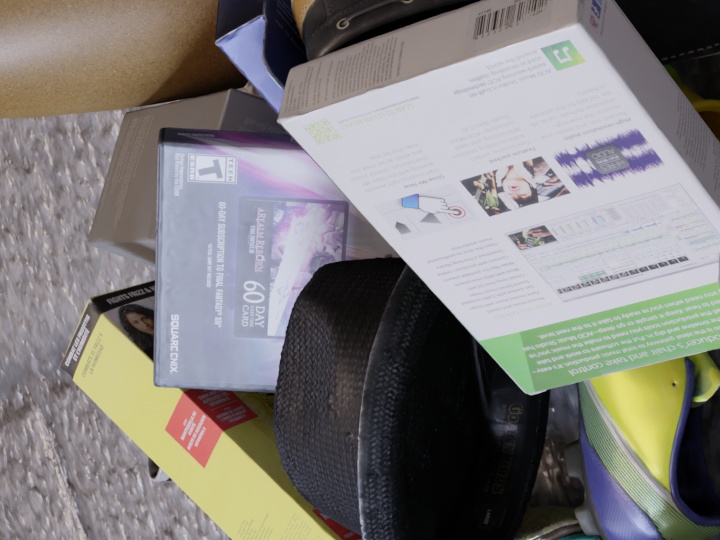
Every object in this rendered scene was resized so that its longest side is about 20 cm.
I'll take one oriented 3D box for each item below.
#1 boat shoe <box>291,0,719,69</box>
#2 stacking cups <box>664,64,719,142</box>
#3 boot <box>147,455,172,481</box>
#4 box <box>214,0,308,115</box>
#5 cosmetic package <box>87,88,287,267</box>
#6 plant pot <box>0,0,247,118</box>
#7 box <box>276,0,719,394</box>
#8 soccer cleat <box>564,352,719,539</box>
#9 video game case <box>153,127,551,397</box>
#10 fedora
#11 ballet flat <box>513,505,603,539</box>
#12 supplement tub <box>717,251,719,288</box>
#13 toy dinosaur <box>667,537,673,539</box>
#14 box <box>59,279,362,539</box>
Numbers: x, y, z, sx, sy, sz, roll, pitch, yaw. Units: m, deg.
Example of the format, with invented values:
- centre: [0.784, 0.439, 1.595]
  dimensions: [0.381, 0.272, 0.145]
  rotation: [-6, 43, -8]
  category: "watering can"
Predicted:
- centre: [0.070, -0.100, 1.013]
  dimensions: [0.075, 0.198, 0.063]
  rotation: [87, -176, -46]
  category: "boat shoe"
- centre: [0.088, -0.099, 1.104]
  dimensions: [0.200, 0.060, 0.061]
  rotation: [46, 142, 41]
  category: "stacking cups"
- centre: [-0.082, 0.104, 1.441]
  dimensions: [0.073, 0.095, 0.201]
  rotation: [24, 136, 62]
  category: "boot"
- centre: [-0.017, -0.107, 1.104]
  dimensions: [0.121, 0.032, 0.201]
  rotation: [48, -155, -32]
  category: "box"
- centre: [-0.064, -0.037, 1.297]
  dimensions: [0.200, 0.106, 0.091]
  rotation: [-5, 68, 67]
  category: "cosmetic package"
- centre: [-0.185, -0.161, 1.346]
  dimensions: [0.186, 0.199, 0.188]
  rotation: [162, 90, -79]
  category: "plant pot"
- centre: [0.080, -0.030, 1.008]
  dimensions: [0.144, 0.037, 0.200]
  rotation: [-15, 133, 32]
  category: "box"
- centre: [0.127, 0.031, 1.121]
  dimensions: [0.083, 0.065, 0.202]
  rotation: [-9, 95, 35]
  category: "soccer cleat"
- centre: [0.000, 0.000, 1.187]
  dimensions: [0.019, 0.198, 0.144]
  rotation: [-89, 3, -56]
  category: "video game case"
- centre: [0.015, 0.063, 1.145]
  dimensions: [0.091, 0.200, 0.202]
  rotation: [11, 118, 28]
  category: "fedora"
- centre: [0.069, 0.163, 1.278]
  dimensions: [0.071, 0.070, 0.200]
  rotation: [57, 147, 25]
  category: "ballet flat"
- centre: [0.206, 0.040, 0.888]
  dimensions: [0.144, 0.144, 0.201]
  rotation: [16, 120, 56]
  category: "supplement tub"
- centre: [0.143, 0.167, 1.127]
  dimensions: [0.102, 0.077, 0.200]
  rotation: [51, 171, 0]
  category: "toy dinosaur"
- centre: [-0.060, 0.086, 1.251]
  dimensions: [0.200, 0.075, 0.050]
  rotation: [43, 124, 25]
  category: "box"
